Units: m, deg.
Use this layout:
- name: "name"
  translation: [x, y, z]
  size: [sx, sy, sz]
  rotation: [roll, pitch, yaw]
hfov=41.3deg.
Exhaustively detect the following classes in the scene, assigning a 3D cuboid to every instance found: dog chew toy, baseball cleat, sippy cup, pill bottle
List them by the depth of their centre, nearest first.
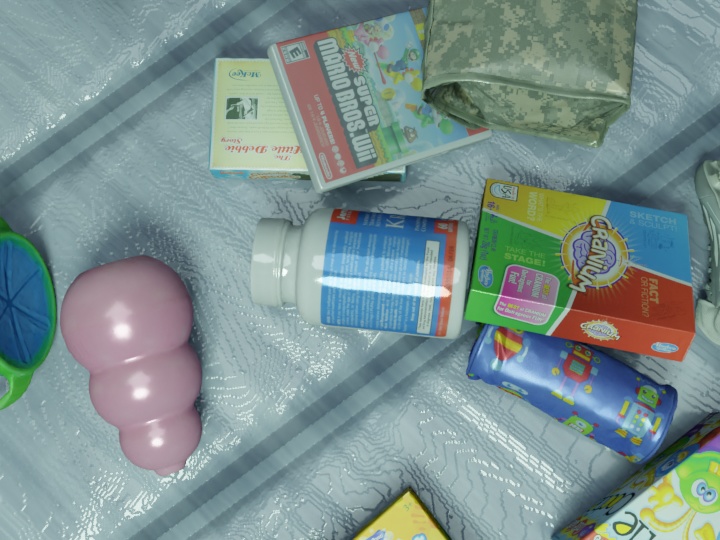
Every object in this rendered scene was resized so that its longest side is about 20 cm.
- name: "dog chew toy"
  translation: [-0.205, 0.092, 0.897]
  size: [0.123, 0.125, 0.203]
  rotation: [-16, 89, 1]
- name: "pill bottle"
  translation: [0.000, 0.000, 0.899]
  size: [0.197, 0.112, 0.114]
  rotation: [5, 82, 3]
- name: "baseball cleat"
  translation: [0.343, -0.006, 0.903]
  size: [0.069, 0.107, 0.202]
  rotation: [11, 50, -30]
- name: "sippy cup"
  translation: [-0.382, 0.039, 0.912]
  size: [0.128, 0.140, 0.180]
  rotation: [-9, 56, 12]

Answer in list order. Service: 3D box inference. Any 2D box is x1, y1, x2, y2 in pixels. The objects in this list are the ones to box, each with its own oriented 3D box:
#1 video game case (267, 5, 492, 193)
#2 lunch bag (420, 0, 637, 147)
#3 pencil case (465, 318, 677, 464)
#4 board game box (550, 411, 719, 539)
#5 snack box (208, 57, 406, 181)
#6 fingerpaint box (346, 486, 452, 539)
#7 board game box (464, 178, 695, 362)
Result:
- name: "video game case"
  translation: [0.022, -0.171, 0.924]
  size: [0.198, 0.017, 0.145]
  rotation: [-20, 89, -24]
- name: "lunch bag"
  translation: [0.155, -0.223, 0.915]
  size: [0.197, 0.118, 0.167]
  rotation: [9, 74, -2]
- name: "pencil case"
  translation: [0.190, 0.104, 0.890]
  size: [0.198, 0.087, 0.079]
  rotation: [26, 60, 5]
- name: "board game box"
  translation: [0.284, 0.227, 0.853]
  size: [0.199, 0.105, 0.104]
  rotation: [-37, 81, -3]
- name: "snack box"
  translation: [-0.051, -0.151, 0.961]
  size: [0.197, 0.037, 0.118]
  rotation: [2, 80, 3]
- name: "fingerpaint box"
  translation: [0.021, 0.328, 0.868]
  size: [0.199, 0.073, 0.167]
  rotation: [-39, 82, -3]
- name: "board game box"
  translation: [0.203, -0.005, 0.886]
  size: [0.197, 0.041, 0.154]
  rotation: [10, 48, 4]
